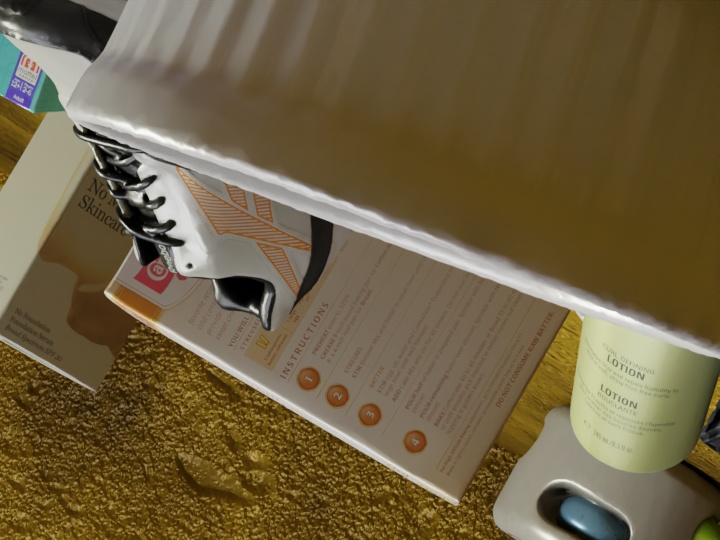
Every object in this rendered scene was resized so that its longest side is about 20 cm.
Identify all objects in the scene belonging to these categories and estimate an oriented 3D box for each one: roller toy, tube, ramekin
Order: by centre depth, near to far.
[{"bbox_3d":[0.026,-0.054,0.642,0.200,0.098,0.200,20,180,0],"label":"ramekin"},{"bbox_3d":[0.107,-0.005,0.786,0.058,0.052,0.200,-4,141,-7],"label":"tube"},{"bbox_3d":[0.215,0.217,2.007,0.182,0.140,0.200,34,174,-26],"label":"roller toy"}]

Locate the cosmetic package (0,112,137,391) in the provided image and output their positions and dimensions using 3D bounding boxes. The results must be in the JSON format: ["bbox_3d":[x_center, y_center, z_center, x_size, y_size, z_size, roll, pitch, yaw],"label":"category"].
[{"bbox_3d":[-0.171,-0.036,1.460,0.071,0.200,0.105,23,172,45],"label":"cosmetic package"}]

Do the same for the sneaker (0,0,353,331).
[{"bbox_3d":[-0.065,-0.041,0.831,0.074,0.080,0.200,27,172,44],"label":"sneaker"}]

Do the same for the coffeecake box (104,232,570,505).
[{"bbox_3d":[0.000,0.000,1.122,0.200,0.154,0.073,30,174,4],"label":"coffeecake box"}]

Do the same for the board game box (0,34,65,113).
[{"bbox_3d":[-0.198,-0.144,1.182,0.200,0.045,0.152,29,-163,20],"label":"board game box"}]

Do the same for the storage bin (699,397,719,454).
[{"bbox_3d":[0.209,0.051,0.802,0.135,0.094,0.200,30,174,4],"label":"storage bin"}]

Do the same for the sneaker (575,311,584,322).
[{"bbox_3d":[0.079,-0.034,0.860,0.088,0.080,0.200,49,-178,33],"label":"sneaker"}]
